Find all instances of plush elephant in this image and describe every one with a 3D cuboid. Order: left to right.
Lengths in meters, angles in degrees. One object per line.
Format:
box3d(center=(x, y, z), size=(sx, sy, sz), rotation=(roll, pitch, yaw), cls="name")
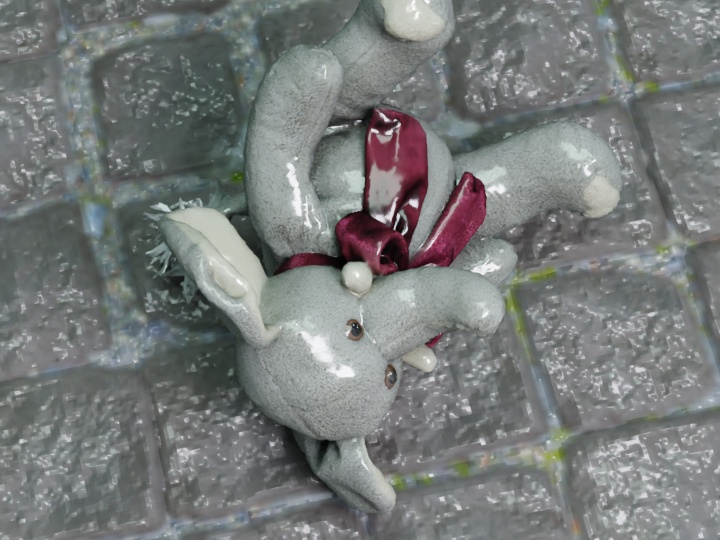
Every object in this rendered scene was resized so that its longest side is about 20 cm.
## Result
box3d(center=(0.000, 0.000, 1.170), size=(0.199, 0.165, 0.155), rotation=(-26, 43, 16), cls="plush elephant")
